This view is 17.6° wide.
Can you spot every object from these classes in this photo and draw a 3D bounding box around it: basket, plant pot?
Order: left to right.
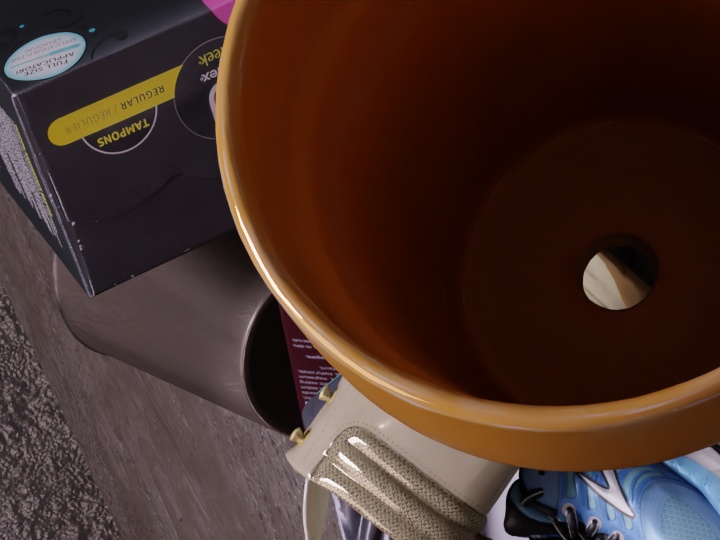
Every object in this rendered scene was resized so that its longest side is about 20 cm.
[{"bbox_3d":[-0.068,0.004,1.336,0.136,0.181,0.200,22,-173,-39],"label":"basket"},{"bbox_3d":[0.074,-0.023,0.715,0.201,0.199,0.183,58,180,23],"label":"plant pot"}]

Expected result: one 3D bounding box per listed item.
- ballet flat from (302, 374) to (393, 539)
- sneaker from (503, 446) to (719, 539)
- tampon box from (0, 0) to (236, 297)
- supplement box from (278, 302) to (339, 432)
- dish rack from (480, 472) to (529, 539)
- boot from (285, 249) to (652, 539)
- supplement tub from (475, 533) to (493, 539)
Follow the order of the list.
[{"bbox_3d":[0.010,0.144,1.089,0.073,0.073,0.201,132,128,-75],"label":"ballet flat"},{"bbox_3d":[0.106,0.103,0.970,0.200,0.090,0.079,53,162,36],"label":"sneaker"},{"bbox_3d":[-0.129,-0.106,1.234,0.200,0.149,0.127,44,156,54],"label":"tampon box"},{"bbox_3d":[0.000,0.000,1.141,0.201,0.060,0.109,81,-165,-48],"label":"supplement box"},{"bbox_3d":[0.067,0.138,1.113,0.172,0.043,0.201,44,131,54],"label":"dish rack"},{"bbox_3d":[0.013,0.018,0.976,0.200,0.156,0.073,40,-174,32],"label":"boot"},{"bbox_3d":[0.095,0.206,0.985,0.200,0.123,0.123,36,163,2],"label":"supplement tub"}]
